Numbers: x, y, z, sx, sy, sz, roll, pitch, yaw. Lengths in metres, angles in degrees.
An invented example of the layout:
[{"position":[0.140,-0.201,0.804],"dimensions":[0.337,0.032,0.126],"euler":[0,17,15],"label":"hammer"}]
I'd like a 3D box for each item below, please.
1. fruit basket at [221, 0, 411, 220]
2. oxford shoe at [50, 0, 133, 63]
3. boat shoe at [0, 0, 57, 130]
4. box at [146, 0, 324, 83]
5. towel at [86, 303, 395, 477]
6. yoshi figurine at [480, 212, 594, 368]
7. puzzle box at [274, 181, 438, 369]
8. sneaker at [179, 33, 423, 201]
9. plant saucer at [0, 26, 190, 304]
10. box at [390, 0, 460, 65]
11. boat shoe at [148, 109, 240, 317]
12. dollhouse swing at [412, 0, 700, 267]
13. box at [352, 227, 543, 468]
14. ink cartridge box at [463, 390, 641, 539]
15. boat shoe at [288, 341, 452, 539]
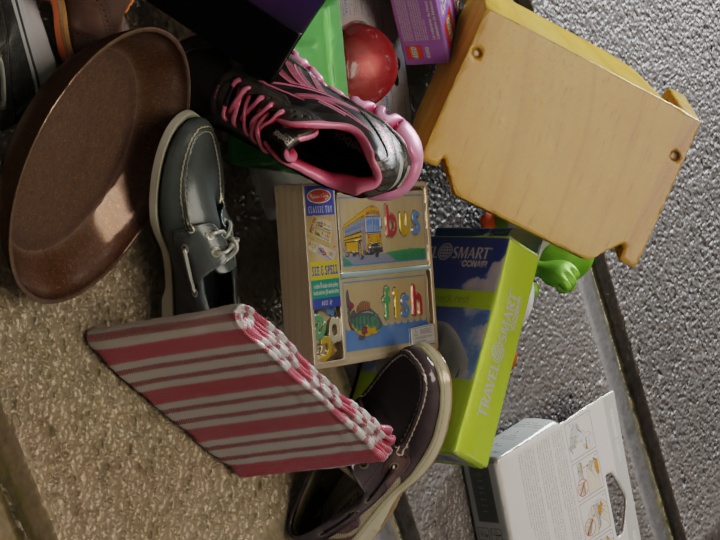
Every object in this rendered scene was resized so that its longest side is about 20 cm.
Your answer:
[{"position":[-0.028,-0.144,1.739],"dimensions":[0.200,0.093,0.187],"euler":[-21,107,-57],"label":"fruit basket"},{"position":[-0.171,-0.183,1.525],"dimensions":[0.200,0.072,0.072],"euler":[69,14,-66],"label":"oxford shoe"},{"position":[-0.255,-0.178,1.478],"dimensions":[0.071,0.072,0.201],"euler":[-49,127,-41],"label":"boat shoe"},{"position":[-0.102,-0.248,1.575],"dimensions":[0.199,0.079,0.142],"euler":[33,58,-4],"label":"box"},{"position":[-0.083,0.085,1.627],"dimensions":[0.200,0.146,0.030],"euler":[45,48,-39],"label":"towel"},{"position":[0.140,0.012,1.913],"dimensions":[0.201,0.112,0.112],"euler":[-63,148,-29],"label":"yoshi figurine"},{"position":[0.000,0.000,1.694],"dimensions":[0.200,0.025,0.134],"euler":[-7,92,-62],"label":"puzzle box"},{"position":[-0.054,-0.106,1.596],"dimensions":[0.079,0.199,0.095],"euler":[-67,172,20],"label":"sneaker"},{"position":[-0.185,-0.076,1.539],"dimensions":[0.201,0.036,0.201],"euler":[-50,156,-32],"label":"plant saucer"},{"position":[0.042,-0.278,1.762],"dimensions":[0.137,0.039,0.201],"euler":[-78,160,-45],"label":"box"},{"position":[-0.105,-0.016,1.628],"dimensions":[0.073,0.061,0.201],"euler":[-33,129,-50],"label":"boat shoe"},{"position":[0.141,-0.123,1.861],"dimensions":[0.199,0.176,0.183],"euler":[25,88,-16],"label":"dollhouse swing"},{"position":[0.067,0.051,1.809],"dimensions":[0.048,0.121,0.201],"euler":[31,68,-44],"label":"box"},{"position":[0.172,0.223,1.991],"dimensions":[0.173,0.043,0.201],"euler":[-26,110,-46],"label":"ink cartridge box"},{"position":[0.005,0.138,1.724],"dimensions":[0.064,0.072,0.201],"euler":[-5,138,-40],"label":"boat shoe"}]
